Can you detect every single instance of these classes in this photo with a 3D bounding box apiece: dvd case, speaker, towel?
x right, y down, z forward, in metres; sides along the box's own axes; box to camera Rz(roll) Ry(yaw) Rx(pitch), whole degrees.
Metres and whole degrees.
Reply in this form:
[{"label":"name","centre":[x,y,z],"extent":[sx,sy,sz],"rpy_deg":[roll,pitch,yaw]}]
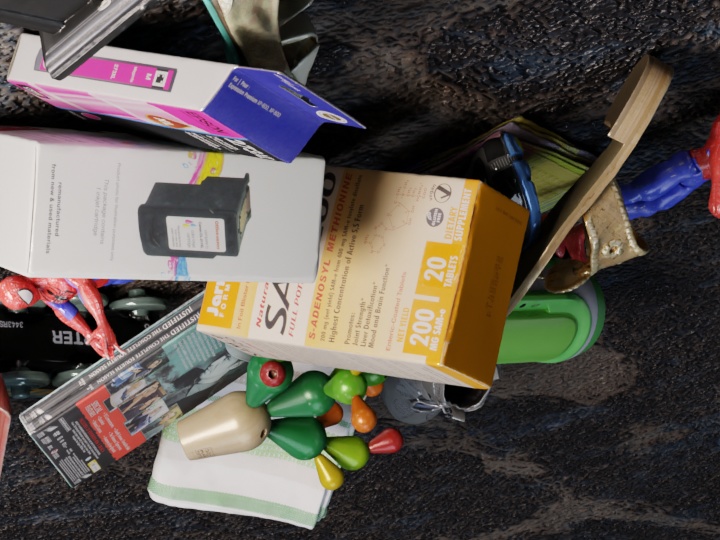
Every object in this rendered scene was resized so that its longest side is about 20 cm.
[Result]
[{"label":"dvd case","centre":[-0.144,0.077,1.828],"extent":[0.200,0.022,0.146],"rpy_deg":[-33,160,-5]},{"label":"speaker","centre":[0.098,0.032,1.940],"extent":[0.199,0.089,0.088],"rpy_deg":[-1,157,-46]},{"label":"towel","centre":[-0.071,0.110,1.964],"extent":[0.149,0.031,0.201],"rpy_deg":[9,123,-17]},{"label":"towel","centre":[0.069,-0.053,1.830],"extent":[0.199,0.023,0.143],"rpy_deg":[-24,156,30]}]

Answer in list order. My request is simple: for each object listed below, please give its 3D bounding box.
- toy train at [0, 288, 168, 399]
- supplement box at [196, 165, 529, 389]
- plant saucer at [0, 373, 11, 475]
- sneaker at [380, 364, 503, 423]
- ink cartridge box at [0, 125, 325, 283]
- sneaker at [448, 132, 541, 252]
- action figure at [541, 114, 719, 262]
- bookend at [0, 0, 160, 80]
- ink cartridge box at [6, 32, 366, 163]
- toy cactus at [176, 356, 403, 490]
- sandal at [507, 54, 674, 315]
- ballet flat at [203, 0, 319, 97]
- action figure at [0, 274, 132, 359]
[{"label":"toy train","centre":[-0.226,0.059,1.886],"extent":[0.199,0.086,0.114],"rpy_deg":[3,166,-37]},{"label":"supplement box","centre":[0.000,0.000,1.685],"extent":[0.199,0.127,0.073],"rpy_deg":[6,169,34]},{"label":"plant saucer","centre":[-0.341,0.083,1.829],"extent":[0.199,0.037,0.200],"rpy_deg":[24,154,0]},{"label":"sneaker","centre":[0.065,0.092,2.101],"extent":[0.074,0.082,0.200],"rpy_deg":[-5,157,-17]},{"label":"ink cartridge box","centre":[-0.142,-0.043,1.589],"extent":[0.199,0.083,0.146],"rpy_deg":[1,-173,-31]},{"label":"sneaker","centre":[0.064,-0.032,1.753],"extent":[0.082,0.071,0.200],"rpy_deg":[-8,162,-26]},{"label":"action figure","centre":[0.237,-0.046,1.791],"extent":[0.200,0.099,0.065],"rpy_deg":[-34,153,16]},{"label":"bookend","centre":[-0.180,-0.195,1.259],"extent":[0.199,0.093,0.198],"rpy_deg":[10,150,-41]},{"label":"ink cartridge box","centre":[-0.103,-0.099,1.483],"extent":[0.199,0.037,0.095],"rpy_deg":[9,168,35]},{"label":"toy cactus","centre":[-0.052,0.108,1.879],"extent":[0.164,0.103,0.200],"rpy_deg":[-20,153,5]},{"label":"sandal","centre":[0.170,-0.038,1.714],"extent":[0.069,0.078,0.212],"rpy_deg":[28,108,-5]},{"label":"ballet flat","centre":[-0.053,-0.140,1.502],"extent":[0.062,0.068,0.200],"rpy_deg":[-25,159,-2]},{"label":"action figure","centre":[-0.155,0.018,1.724],"extent":[0.199,0.099,0.065],"rpy_deg":[-12,161,-42]}]
